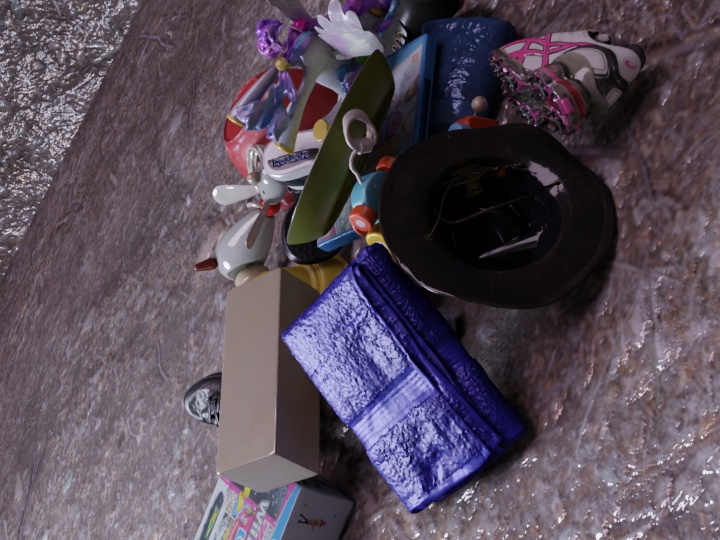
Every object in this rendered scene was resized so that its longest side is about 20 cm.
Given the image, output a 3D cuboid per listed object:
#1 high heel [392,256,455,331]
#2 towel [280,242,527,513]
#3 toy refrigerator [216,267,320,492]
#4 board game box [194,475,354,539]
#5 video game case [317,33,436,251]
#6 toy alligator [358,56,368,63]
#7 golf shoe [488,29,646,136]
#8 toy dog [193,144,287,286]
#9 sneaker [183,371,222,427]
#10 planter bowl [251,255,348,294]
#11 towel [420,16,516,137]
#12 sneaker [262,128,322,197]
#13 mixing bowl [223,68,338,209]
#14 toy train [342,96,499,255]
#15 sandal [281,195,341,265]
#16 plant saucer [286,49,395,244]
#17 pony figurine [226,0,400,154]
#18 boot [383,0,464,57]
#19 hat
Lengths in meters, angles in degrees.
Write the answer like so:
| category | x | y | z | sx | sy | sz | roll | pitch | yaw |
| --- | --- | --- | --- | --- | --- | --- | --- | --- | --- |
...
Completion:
| category | x | y | z | sx | sy | sz | roll | pitch | yaw |
| --- | --- | --- | --- | --- | --- | --- | --- | --- | --- |
| high heel | 0.000 | 0.000 | 1.057 | 0.200 | 0.142 | 0.071 | -107 | 19 | -51 |
| towel | 0.026 | 0.093 | 0.909 | 0.200 | 0.050 | 0.148 | 53 | 127 | 12 |
| toy refrigerator | -0.085 | 0.106 | 1.080 | 0.076 | 0.070 | 0.200 | -24 | 50 | 30 |
| board game box | -0.097 | 0.267 | 1.125 | 0.200 | 0.064 | 0.148 | 14 | 82 | 64 |
| video game case | 0.016 | -0.129 | 1.128 | 0.143 | 0.018 | 0.200 | -22 | 52 | 47 |
| toy alligator | -0.002 | -0.259 | 1.326 | 0.054 | 0.059 | 0.200 | -32 | -7 | 7 |
| golf shoe | 0.178 | -0.171 | 0.965 | 0.092 | 0.073 | 0.200 | -31 | 22 | -3 |
| toy dog | -0.153 | -0.055 | 1.390 | 0.132 | 0.096 | 0.200 | 38 | 128 | 50 |
| sneaker | -0.124 | 0.152 | 1.176 | 0.200 | 0.104 | 0.060 | -2 | 104 | 26 |
| planter bowl | -0.095 | 0.061 | 1.267 | 0.200 | 0.083 | 0.201 | -43 | 34 | 39 |
| towel | 0.084 | -0.164 | 1.122 | 0.112 | 0.049 | 0.200 | 9 | 76 | 48 |
| sneaker | 0.001 | -0.124 | 1.253 | 0.200 | 0.112 | 0.073 | -4 | 72 | 25 |
| mixing bowl | -0.114 | -0.194 | 1.490 | 0.200 | 0.108 | 0.200 | -43 | 35 | 41 |
| toy train | 0.056 | -0.082 | 0.998 | 0.056 | 0.200 | 0.150 | -15 | 80 | 52 |
| sandal | -0.056 | -0.064 | 1.319 | 0.200 | 0.075 | 0.045 | -87 | 17 | -52 |
| plant saucer | -0.013 | -0.109 | 1.037 | 0.200 | 0.031 | 0.200 | -64 | -2 | -4 |
| pony figurine | -0.048 | -0.220 | 1.110 | 0.167 | 0.193 | 0.200 | 38 | 103 | 22 |
| boot | 0.057 | -0.241 | 1.231 | 0.200 | 0.077 | 0.138 | 143 | 142 | -80 |
| hat | 0.111 | -0.029 | 0.923 | 0.081 | 0.200 | 0.201 | 80 | -171 | -51 |
